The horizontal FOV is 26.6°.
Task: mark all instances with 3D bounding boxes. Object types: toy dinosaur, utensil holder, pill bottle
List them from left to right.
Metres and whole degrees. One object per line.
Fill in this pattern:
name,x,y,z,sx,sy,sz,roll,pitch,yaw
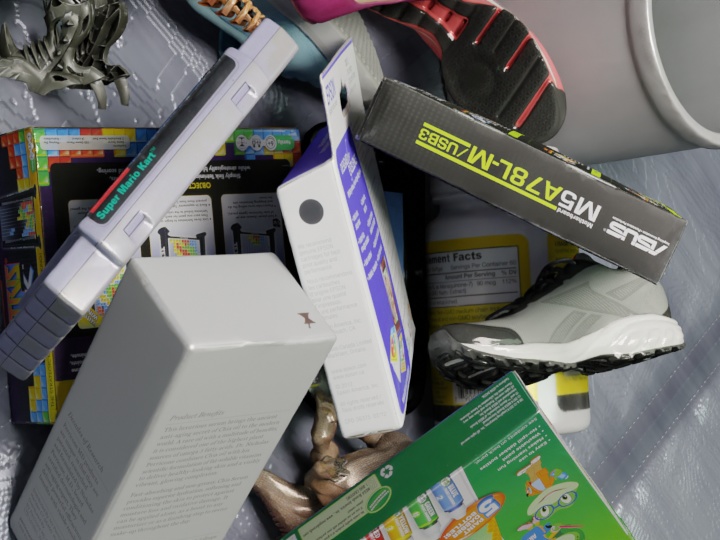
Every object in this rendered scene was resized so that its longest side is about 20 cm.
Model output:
toy dinosaur,-0.155,-0.166,0.834,0.102,0.198,0.137,-1,111,-59
toy dinosaur,0.003,0.154,1.012,0.198,0.086,0.137,-7,130,-26
pill bottle,0.103,0.016,1.092,0.113,0.114,0.203,-1,87,-43
utensil holder,0.182,-0.164,1.126,0.169,0.199,0.172,5,83,-43

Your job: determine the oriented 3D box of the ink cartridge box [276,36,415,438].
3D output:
ink cartridge box,-0.009,-0.028,0.908,0.198,0.043,0.203,-72,150,-76

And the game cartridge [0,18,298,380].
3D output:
game cartridge,-0.115,-0.040,0.804,0.038,0.130,0.201,38,59,-5

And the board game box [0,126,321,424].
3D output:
board game box,-0.119,-0.002,0.921,0.198,0.056,0.168,-4,90,-43

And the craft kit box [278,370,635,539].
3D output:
craft kit box,0.065,0.186,0.983,0.199,0.049,0.198,-36,135,4

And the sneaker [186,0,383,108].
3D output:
sneaker,-0.050,-0.158,1.006,0.200,0.081,0.075,42,32,-55

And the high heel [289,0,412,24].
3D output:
high heel,0.015,-0.196,0.938,0.200,0.095,0.068,-33,108,-69

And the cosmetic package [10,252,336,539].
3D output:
cosmetic package,-0.107,0.089,0.834,0.101,0.201,0.071,-2,43,-44

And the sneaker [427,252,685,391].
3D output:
sneaker,0.124,0.032,1.005,0.198,0.074,0.080,-7,79,-34

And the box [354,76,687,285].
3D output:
box,0.102,-0.058,0.941,0.048,0.192,0.200,-62,175,8

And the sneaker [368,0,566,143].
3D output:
sneaker,0.080,-0.175,1.074,0.200,0.074,0.087,48,27,10

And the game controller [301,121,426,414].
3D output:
game controller,0.000,0.000,1.045,0.104,0.042,0.203,5,82,-43
